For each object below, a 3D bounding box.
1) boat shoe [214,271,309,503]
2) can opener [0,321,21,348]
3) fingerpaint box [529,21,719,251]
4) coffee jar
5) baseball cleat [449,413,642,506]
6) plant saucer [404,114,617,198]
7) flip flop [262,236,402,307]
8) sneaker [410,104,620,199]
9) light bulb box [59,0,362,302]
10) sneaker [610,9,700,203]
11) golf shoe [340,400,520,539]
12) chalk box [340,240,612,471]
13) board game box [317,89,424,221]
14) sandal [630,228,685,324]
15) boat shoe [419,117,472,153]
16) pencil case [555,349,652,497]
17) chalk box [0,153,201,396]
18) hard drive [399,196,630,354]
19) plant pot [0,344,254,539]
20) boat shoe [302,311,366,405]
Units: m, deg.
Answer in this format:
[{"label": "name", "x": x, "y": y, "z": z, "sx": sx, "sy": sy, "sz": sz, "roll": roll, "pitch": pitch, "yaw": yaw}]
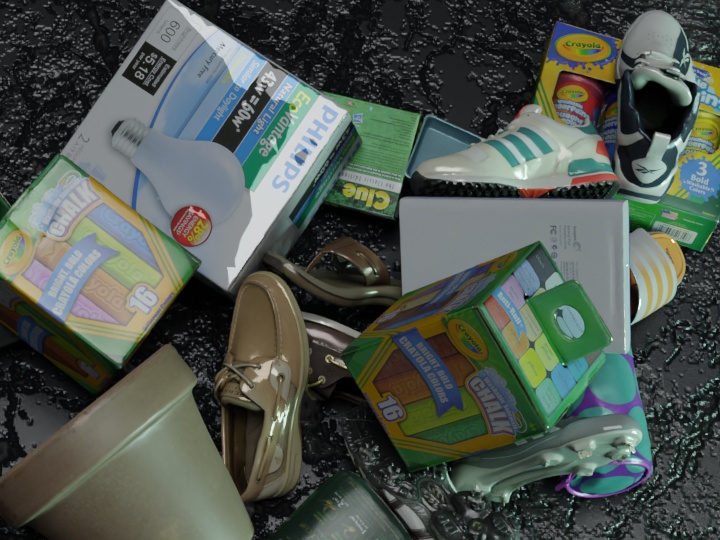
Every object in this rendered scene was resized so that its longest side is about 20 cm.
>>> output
[{"label": "boat shoe", "x": -0.089, "y": 0.101, "z": 1.624, "sx": 0.065, "sy": 0.071, "sz": 0.200, "roll": -6, "pitch": 94, "yaw": -51}, {"label": "can opener", "x": -0.342, "y": 0.070, "z": 1.677, "sx": 0.200, "sy": 0.053, "sz": 0.067, "roll": -26, "pitch": 105, "yaw": -15}, {"label": "fingerpaint box", "x": 0.259, "y": -0.131, "z": 1.814, "sx": 0.200, "sy": 0.073, "sz": 0.167, "roll": 17, "pitch": 65, "yaw": 2}, {"label": "coffee jar", "x": -0.057, "y": 0.266, "z": 1.588, "sx": 0.200, "sy": 0.085, "sz": 0.104, "roll": -37, "pitch": 81, "yaw": -21}, {"label": "baseball cleat", "x": 0.152, "y": 0.137, "z": 1.626, "sx": 0.070, "sy": 0.200, "sz": 0.107, "roll": 28, "pitch": 49, "yaw": -43}, {"label": "plant saucer", "x": 0.139, "y": -0.074, "z": 1.736, "sx": 0.200, "sy": 0.019, "sz": 0.070, "roll": 24, "pitch": 66, "yaw": -7}, {"label": "flip flop", "x": 0.000, "y": 0.000, "z": 1.688, "sx": 0.200, "sy": 0.081, "sz": 0.058, "roll": 9, "pitch": 101, "yaw": -31}, {"label": "sneaker", "x": 0.134, "y": -0.102, "z": 1.704, "sx": 0.200, "sy": 0.070, "sz": 0.093, "roll": -2, "pitch": 63, "yaw": -18}, {"label": "light bulb box", "x": -0.136, "y": -0.103, "z": 1.703, "sx": 0.200, "sy": 0.125, "sz": 0.198, "roll": 33, "pitch": 86, "yaw": 10}, {"label": "sneaker", "x": 0.276, "y": -0.174, "z": 1.723, "sx": 0.079, "sy": 0.130, "sz": 0.199, "roll": 17, "pitch": 65, "yaw": 1}, {"label": "golf shoe", "x": 0.049, "y": 0.201, "z": 1.629, "sx": 0.078, "sy": 0.095, "sz": 0.200, "roll": -28, "pitch": 59, "yaw": -28}, {"label": "chalk box", "x": 0.111, "y": 0.067, "z": 1.550, "sx": 0.124, "sy": 0.200, "sz": 0.124, "roll": 59, "pitch": 41, "yaw": -9}, {"label": "board game box", "x": -0.049, "y": -0.120, "z": 1.771, "sx": 0.200, "sy": 0.023, "sz": 0.105, "roll": 15, "pitch": 83, "yaw": 10}, {"label": "sandal", "x": 0.260, "y": -0.005, "z": 1.705, "sx": 0.207, "sy": 0.059, "sz": 0.079, "roll": -27, "pitch": 90, "yaw": -54}, {"label": "boat shoe", "x": 0.103, "y": -0.058, "z": 1.769, "sx": 0.068, "sy": 0.072, "sz": 0.200, "roll": -39, "pitch": 82, "yaw": -22}, {"label": "pencil case", "x": 0.204, "y": 0.100, "z": 1.694, "sx": 0.092, "sy": 0.085, "sz": 0.200, "roll": 1, "pitch": 64, "yaw": -21}, {"label": "chalk box", "x": -0.260, "y": -0.008, "z": 1.616, "sx": 0.200, "sy": 0.125, "sz": 0.124, "roll": 37, "pitch": 68, "yaw": -4}, {"label": "hard drive", "x": 0.134, "y": 0.003, "z": 1.634, "sx": 0.200, "sy": 0.025, "sz": 0.132, "roll": 2, "pitch": 101, "yaw": 20}, {"label": "plant pot", "x": -0.185, "y": 0.189, "z": 1.570, "sx": 0.200, "sy": 0.200, "sz": 0.175, "roll": -38, "pitch": 91, "yaw": -20}, {"label": "boat shoe", "x": -0.019, "y": 0.089, "z": 1.685, "sx": 0.200, "sy": 0.072, "sz": 0.060, "roll": 17, "pitch": 62, "yaw": -4}]
